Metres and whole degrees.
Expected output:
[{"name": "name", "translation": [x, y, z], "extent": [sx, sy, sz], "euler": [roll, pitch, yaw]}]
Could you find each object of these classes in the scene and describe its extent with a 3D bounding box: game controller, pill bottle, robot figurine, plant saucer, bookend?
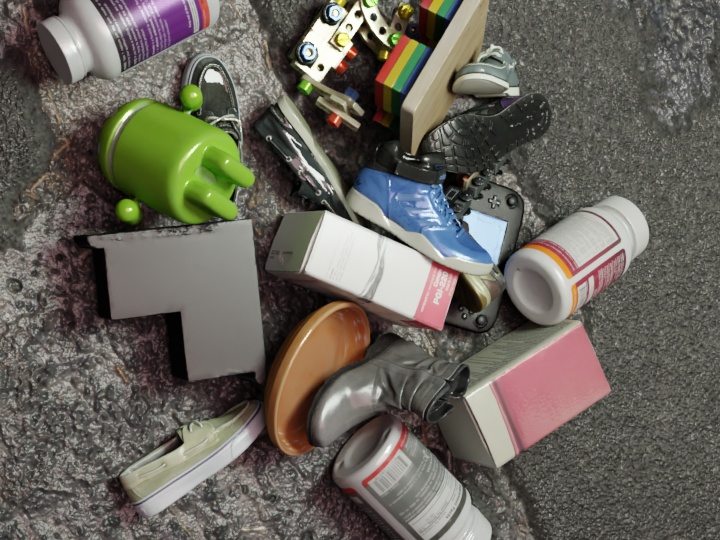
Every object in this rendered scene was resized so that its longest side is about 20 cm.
[{"name": "game controller", "translation": [0.151, -0.021, 1.771], "extent": [0.104, 0.042, 0.202], "euler": [18, 81, -22]}, {"name": "pill bottle", "translation": [0.293, -0.018, 1.784], "extent": [0.199, 0.109, 0.110], "euler": [-32, 102, -35]}, {"name": "robot figurine", "translation": [-0.220, -0.127, 1.538], "extent": [0.177, 0.199, 0.116], "euler": [-62, 150, -2]}, {"name": "plant saucer", "translation": [-0.057, 0.127, 1.627], "extent": [0.200, 0.037, 0.201], "euler": [-43, 145, -40]}, {"name": "pill bottle", "translation": [-0.270, -0.297, 1.550], "extent": [0.199, 0.112, 0.113], "euler": [-32, 102, -21]}, {"name": "bookend", "translation": [-0.223, 0.047, 1.577], "extent": [0.197, 0.092, 0.202], "euler": [-8, 94, -22]}, {"name": "pill bottle", "translation": [0.068, 0.289, 1.690], "extent": [0.200, 0.114, 0.114], "euler": [47, 72, -17]}]

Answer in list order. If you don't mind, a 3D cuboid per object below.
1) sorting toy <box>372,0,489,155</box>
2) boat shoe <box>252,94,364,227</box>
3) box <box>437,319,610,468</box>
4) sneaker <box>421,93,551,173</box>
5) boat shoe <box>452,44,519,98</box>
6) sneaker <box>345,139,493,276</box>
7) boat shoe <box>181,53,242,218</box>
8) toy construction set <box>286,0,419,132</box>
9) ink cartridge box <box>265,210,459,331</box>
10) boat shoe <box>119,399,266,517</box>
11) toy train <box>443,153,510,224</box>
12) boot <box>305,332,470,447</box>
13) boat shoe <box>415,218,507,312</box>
[{"name": "sorting toy", "translation": [0.082, -0.251, 1.674], "extent": [0.069, 0.199, 0.201], "euler": [27, 74, 9]}, {"name": "boat shoe", "translation": [-0.067, -0.119, 1.666], "extent": [0.066, 0.075, 0.200], "euler": [-31, 112, 8]}, {"name": "box", "translation": [0.204, 0.157, 1.744], "extent": [0.199, 0.128, 0.110], "euler": [-30, 101, -20]}, {"name": "sneaker", "translation": [0.150, -0.177, 1.739], "extent": [0.199, 0.087, 0.076], "euler": [-20, 106, -30]}, {"name": "boat shoe", "translation": [0.162, -0.258, 1.714], "extent": [0.072, 0.200, 0.062], "euler": [-1, 93, 19]}, {"name": "sneaker", "translation": [0.091, -0.082, 1.619], "extent": [0.199, 0.077, 0.112], "euler": [31, 104, 6]}, {"name": "boat shoe", "translation": [-0.169, -0.165, 1.615], "extent": [0.071, 0.071, 0.202], "euler": [-9, 93, -23]}, {"name": "toy construction set", "translation": [-0.013, -0.271, 1.682], "extent": [0.131, 0.092, 0.201], "euler": [37, 65, -19]}, {"name": "ink cartridge box", "translation": [0.000, 0.000, 1.646], "extent": [0.199, 0.145, 0.086], "euler": [21, 83, -23]}, {"name": "boat shoe", "translation": [-0.197, 0.214, 1.597], "extent": [0.200, 0.072, 0.062], "euler": [-38, 106, -17]}, {"name": "toy train", "translation": [0.147, -0.119, 1.735], "extent": [0.200, 0.045, 0.034], "euler": [-49, 151, -46]}, {"name": "boot", "translation": [0.036, 0.157, 1.622], "extent": [0.200, 0.131, 0.070], "euler": [-45, 139, -30]}, {"name": "boat shoe", "translation": [0.113, -0.039, 1.723], "extent": [0.065, 0.073, 0.201], "euler": [-30, 81, -28]}]
